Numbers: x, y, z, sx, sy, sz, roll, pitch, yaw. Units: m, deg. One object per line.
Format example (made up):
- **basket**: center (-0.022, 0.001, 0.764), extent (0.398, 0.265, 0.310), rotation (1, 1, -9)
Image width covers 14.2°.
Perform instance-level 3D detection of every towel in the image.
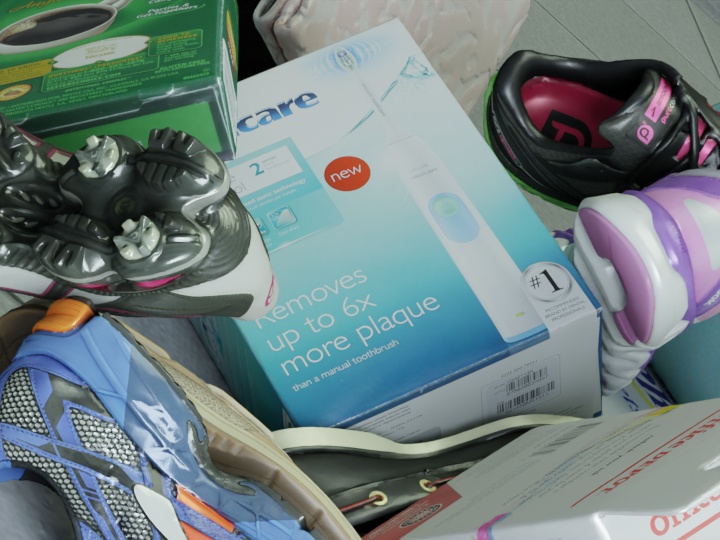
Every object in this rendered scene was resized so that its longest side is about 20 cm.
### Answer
- **towel**: center (0.022, -0.139, 1.590), extent (0.032, 0.200, 0.191), rotation (15, -32, 31)

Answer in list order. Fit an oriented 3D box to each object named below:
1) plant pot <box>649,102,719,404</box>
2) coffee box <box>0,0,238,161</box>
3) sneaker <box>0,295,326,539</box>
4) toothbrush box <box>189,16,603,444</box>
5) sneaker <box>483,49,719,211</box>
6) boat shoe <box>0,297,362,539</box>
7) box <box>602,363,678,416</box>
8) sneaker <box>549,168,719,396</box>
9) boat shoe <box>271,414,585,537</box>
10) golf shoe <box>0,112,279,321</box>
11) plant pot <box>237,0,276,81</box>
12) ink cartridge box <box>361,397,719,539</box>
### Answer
- **plant pot**: center (0.227, 0.017, 1.437), extent (0.188, 0.200, 0.200), rotation (36, 10, 28)
- **coffee box**: center (-0.116, -0.092, 1.318), extent (0.200, 0.123, 0.044), rotation (-98, 176, -66)
- **sneaker**: center (-0.066, 0.105, 1.052), extent (0.200, 0.078, 0.075), rotation (46, -13, 7)
- **toothbrush box**: center (0.000, 0.000, 1.306), extent (0.085, 0.146, 0.200), rotation (84, -20, -51)
- **sneaker**: center (0.145, -0.049, 1.340), extent (0.200, 0.077, 0.084), rotation (18, -19, 18)
- **boat shoe**: center (-0.059, 0.080, 1.128), extent (0.200, 0.071, 0.065), rotation (44, 17, -1)
- **box**: center (0.109, 0.113, 1.409), extent (0.200, 0.105, 0.184), rotation (25, 26, -52)
- **sneaker**: center (0.134, -0.001, 1.289), extent (0.081, 0.088, 0.200), rotation (63, -12, 4)
- **boat shoe**: center (0.037, 0.103, 1.223), extent (0.201, 0.074, 0.063), rotation (-1, 49, -31)
- **golf shoe**: center (-0.124, -0.015, 1.101), extent (0.200, 0.077, 0.088), rotation (13, -20, 32)
- **plant pot**: center (-0.072, -0.227, 1.649), extent (0.177, 0.200, 0.200), rotation (46, 12, -37)
- **ink cartridge box**: center (0.102, 0.102, 1.097), extent (0.116, 0.200, 0.068), rotation (-29, 98, -35)
